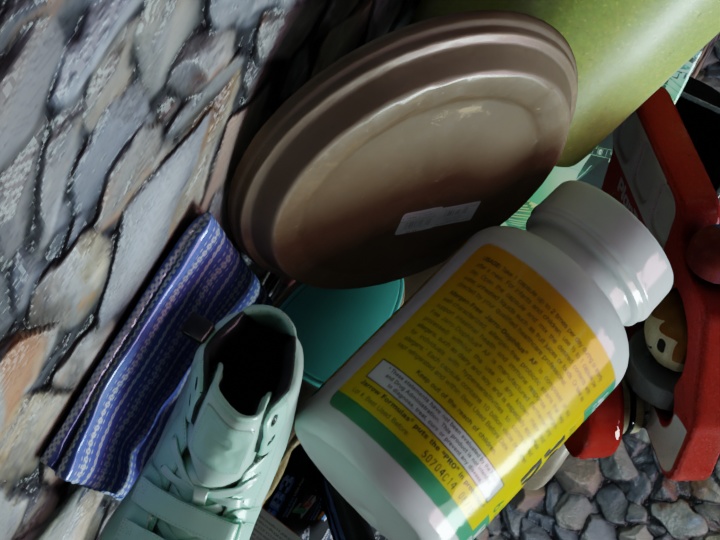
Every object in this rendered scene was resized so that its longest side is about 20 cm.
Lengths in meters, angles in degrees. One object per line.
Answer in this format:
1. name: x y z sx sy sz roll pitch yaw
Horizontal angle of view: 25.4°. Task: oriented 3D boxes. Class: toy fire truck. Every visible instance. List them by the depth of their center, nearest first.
1. toy fire truck: 0.177 0.012 0.946 0.201 0.111 0.169 -102 -166 -44

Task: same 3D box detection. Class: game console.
1. game console: 0.001 0.185 0.998 0.031 0.201 0.178 -20 137 -3

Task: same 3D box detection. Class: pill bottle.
1. pill bottle: 0.070 0.049 0.844 0.200 0.113 0.113 -45 165 -15

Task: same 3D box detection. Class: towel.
1. towel: -0.096 0.057 0.835 0.146 0.024 0.200 -60 169 -8

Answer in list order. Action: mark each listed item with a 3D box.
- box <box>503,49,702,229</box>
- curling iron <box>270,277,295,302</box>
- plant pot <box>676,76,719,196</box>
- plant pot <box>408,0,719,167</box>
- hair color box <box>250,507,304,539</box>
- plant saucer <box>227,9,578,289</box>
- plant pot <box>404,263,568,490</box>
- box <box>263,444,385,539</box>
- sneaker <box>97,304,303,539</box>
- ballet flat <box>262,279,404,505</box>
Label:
1. box: 0.141 -0.107 1.160 0.036 0.143 0.201 -75 -174 -56
2. curling iron: 0.000 -0.053 0.979 0.201 0.025 0.050 -59 174 -4
3. plant pot: 0.180 -0.099 1.290 0.178 0.198 0.201 -67 -178 -65
4. plant pot: 0.126 -0.168 0.898 0.185 0.200 0.200 -52 173 25
5. hair color box: -0.118 0.222 0.928 0.201 0.101 0.061 -55 -166 -21
6. plant saucer: 0.028 -0.053 0.818 0.198 0.030 0.201 -22 152 -12
7. plant pot: 0.076 0.060 1.101 0.201 0.174 0.200 -58 178 -4
8. box: -0.062 0.206 1.138 0.198 0.050 0.201 18 101 -55
9. sneaker: -0.085 0.108 0.773 0.118 0.073 0.202 105 7 -65
10. ballet flat: -0.046 0.070 0.910 0.201 0.068 0.072 -57 -173 -27
